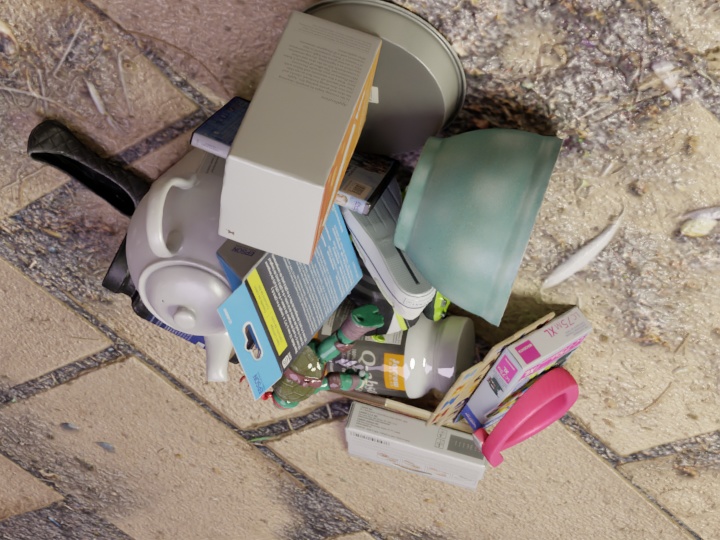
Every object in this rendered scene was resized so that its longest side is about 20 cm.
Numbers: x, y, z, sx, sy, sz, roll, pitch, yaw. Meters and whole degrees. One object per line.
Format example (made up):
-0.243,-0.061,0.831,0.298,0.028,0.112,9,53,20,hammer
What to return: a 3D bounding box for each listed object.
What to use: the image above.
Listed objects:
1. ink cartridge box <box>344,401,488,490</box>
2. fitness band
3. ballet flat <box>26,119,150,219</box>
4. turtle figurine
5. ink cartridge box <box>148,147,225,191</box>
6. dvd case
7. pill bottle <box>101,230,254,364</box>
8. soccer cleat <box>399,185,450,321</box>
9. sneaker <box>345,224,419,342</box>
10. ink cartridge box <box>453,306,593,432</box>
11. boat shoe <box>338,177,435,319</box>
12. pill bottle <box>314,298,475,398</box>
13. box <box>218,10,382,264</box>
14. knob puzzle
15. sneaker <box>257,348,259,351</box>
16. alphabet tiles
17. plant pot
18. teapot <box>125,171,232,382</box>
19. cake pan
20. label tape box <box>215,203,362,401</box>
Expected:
0.079,0.246,2.041,0.198,0.044,0.174,16,163,5,ink cartridge box
0.205,0.180,1.800,0.038,0.143,0.200,53,178,16,fitness band
-0.315,-0.104,1.762,0.199,0.057,0.066,36,142,-21,ballet flat
-0.058,0.100,1.709,0.149,0.101,0.201,31,126,-2,turtle figurine
-0.145,-0.048,1.728,0.199,0.086,0.147,36,138,-22,ink cartridge box
-0.065,-0.123,1.545,0.199,0.143,0.018,22,115,5,dvd case
-0.215,0.026,1.836,0.199,0.112,0.112,27,143,-11,pill bottle
0.074,-0.022,1.690,0.081,0.068,0.201,23,145,24,soccer cleat
0.000,0.000,1.690,0.082,0.072,0.201,-22,114,7,sneaker
0.193,0.129,1.774,0.042,0.119,0.200,54,148,16,ink cartridge box
0.017,-0.036,1.595,0.073,0.201,0.067,-11,153,-20,boat shoe
0.033,0.094,1.803,0.198,0.117,0.117,6,142,18,pill bottle
-0.058,-0.130,1.423,0.097,0.201,0.125,18,145,3,box
0.067,0.174,1.920,0.218,0.031,0.220,16,174,2,knob puzzle
-0.085,0.086,1.885,0.077,0.080,0.200,11,162,2,sneaker
0.160,0.120,1.759,0.006,0.166,0.200,52,147,17,alphabet tiles
0.112,-0.061,1.502,0.133,0.201,0.201,20,144,5,plant pot
-0.176,-0.001,1.612,0.199,0.147,0.197,32,135,-16,teapot
0.008,-0.193,1.513,0.199,0.037,0.201,13,143,10,cake pan
-0.090,0.014,1.547,0.066,0.200,0.144,18,143,35,label tape box
